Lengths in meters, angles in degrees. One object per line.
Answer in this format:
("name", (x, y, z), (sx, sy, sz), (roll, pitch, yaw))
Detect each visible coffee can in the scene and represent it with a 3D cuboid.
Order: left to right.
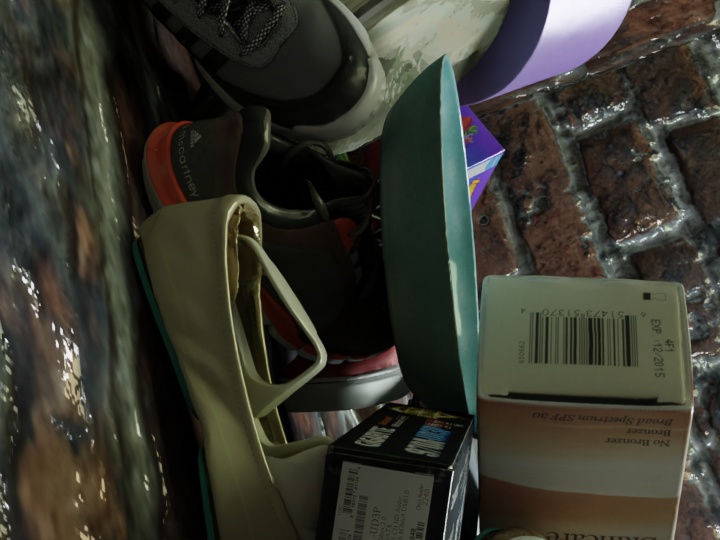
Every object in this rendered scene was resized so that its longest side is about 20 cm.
("coffee can", (-0.030, -0.189, 0.745), (0.200, 0.146, 0.146), (55, 1, 17))

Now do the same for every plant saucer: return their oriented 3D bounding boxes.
("plant saucer", (0.037, -0.011, 0.681), (0.200, 0.036, 0.201), (-5, 90, -82))

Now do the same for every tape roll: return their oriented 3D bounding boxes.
("tape roll", (0.070, -0.209, 0.801), (0.200, 0.085, 0.201), (28, -52, 42))

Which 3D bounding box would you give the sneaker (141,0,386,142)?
("sneaker", (-0.077, -0.141, 0.616), (0.200, 0.076, 0.114), (44, 4, 24))

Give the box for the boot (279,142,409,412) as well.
("boot", (0.000, 0.000, 0.782), (0.200, 0.072, 0.145), (-32, 119, -67))

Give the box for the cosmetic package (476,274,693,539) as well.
("cosmetic package", (0.111, 0.104, 0.671), (0.087, 0.103, 0.201), (-80, 167, -46))

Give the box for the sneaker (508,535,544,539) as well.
("sneaker", (0.062, 0.151, 0.472), (0.200, 0.074, 0.087), (-65, 157, -67))

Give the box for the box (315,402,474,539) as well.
("box", (0.011, 0.140, 0.515), (0.200, 0.046, 0.160), (7, 91, -83))

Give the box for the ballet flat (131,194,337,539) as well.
("ballet flat", (-0.039, 0.061, 0.518), (0.069, 0.069, 0.201), (48, 24, -75))

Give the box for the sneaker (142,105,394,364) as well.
("sneaker", (-0.019, -0.014, 0.645), (0.200, 0.082, 0.077), (36, 43, -48))

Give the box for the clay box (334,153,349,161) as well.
("clay box", (-0.048, -0.096, 0.899), (0.115, 0.047, 0.201), (-151, -142, -75))

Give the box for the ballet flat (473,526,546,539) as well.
("ballet flat", (0.071, 0.222, 0.619), (0.068, 0.072, 0.201), (-2, 109, -50))

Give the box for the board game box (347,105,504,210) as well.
("board game box", (0.006, -0.111, 0.924), (0.200, 0.045, 0.135), (53, -30, 19))

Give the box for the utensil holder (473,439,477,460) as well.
("utensil holder", (0.122, 0.203, 1.056), (0.170, 0.169, 0.201), (55, 16, -69))

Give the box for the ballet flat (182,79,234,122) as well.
("ballet flat", (-0.076, -0.076, 0.768), (0.067, 0.057, 0.200), (53, -2, 6))

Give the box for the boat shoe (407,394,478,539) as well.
("boat shoe", (0.028, 0.149, 0.725), (0.074, 0.068, 0.200), (54, 31, -55))
